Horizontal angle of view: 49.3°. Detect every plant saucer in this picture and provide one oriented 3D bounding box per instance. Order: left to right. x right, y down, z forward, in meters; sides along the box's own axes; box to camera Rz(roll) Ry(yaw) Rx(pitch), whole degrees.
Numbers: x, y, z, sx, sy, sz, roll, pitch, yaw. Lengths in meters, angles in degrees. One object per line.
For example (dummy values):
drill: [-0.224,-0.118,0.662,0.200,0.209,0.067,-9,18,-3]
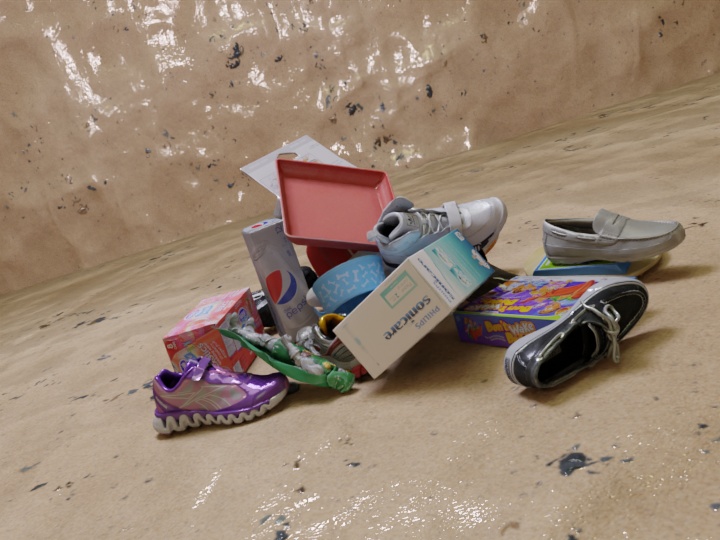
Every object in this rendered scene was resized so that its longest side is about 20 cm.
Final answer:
plant saucer: [-0.036,-0.099,1.265,0.199,0.037,0.200,5,41,-17]

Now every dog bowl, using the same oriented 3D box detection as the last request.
dog bowl: [-0.011,0.043,1.182,0.111,0.050,0.200,-22,-18,-11]

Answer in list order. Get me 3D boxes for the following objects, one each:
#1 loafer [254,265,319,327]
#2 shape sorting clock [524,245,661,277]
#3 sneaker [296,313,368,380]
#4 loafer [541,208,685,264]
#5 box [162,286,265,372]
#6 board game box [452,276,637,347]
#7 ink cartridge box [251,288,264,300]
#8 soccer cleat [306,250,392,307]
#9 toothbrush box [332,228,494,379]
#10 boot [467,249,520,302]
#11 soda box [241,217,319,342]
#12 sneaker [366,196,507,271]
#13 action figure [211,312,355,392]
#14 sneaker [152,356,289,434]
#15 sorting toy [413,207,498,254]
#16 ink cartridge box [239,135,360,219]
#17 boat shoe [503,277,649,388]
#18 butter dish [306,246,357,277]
loafer: [-0.154,0.073,1.408,0.200,0.070,0.068,-37,14,-7]
shape sorting clock: [0.346,-0.017,1.174,0.199,0.039,0.200,-18,18,6]
sneaker: [-0.036,0.094,1.113,0.078,0.082,0.200,-25,13,-27]
loafer: [0.347,-0.052,1.096,0.200,0.070,0.070,-5,23,37]
box: [-0.230,0.109,1.268,0.094,0.103,0.200,-15,14,11]
board game box: [0.237,0.053,1.009,0.134,0.045,0.200,-26,15,-33]
ink cartridge box: [-0.187,0.067,1.525,0.199,0.044,0.094,-18,14,-4]
soccer cleat: [0.000,0.000,1.281,0.200,0.078,0.069,-24,-24,-1]
toothbrush box: [0.075,0.039,1.026,0.146,0.085,0.200,-45,-6,28]
boot: [0.166,-0.012,1.186,0.200,0.097,0.075,10,34,31]
soda box: [-0.131,0.016,1.303,0.063,0.201,0.068,-23,15,-18]
sneaker: [0.107,-0.063,1.122,0.200,0.075,0.115,-22,-27,17]
action figure: [-0.091,0.114,1.053,0.200,0.055,0.118,23,0,27]
sneaker: [-0.195,0.156,1.049,0.200,0.089,0.080,-12,11,12]
sorting toy: [0.107,-0.011,1.328,0.200,0.107,0.180,21,52,32]
ink cartridge box: [-0.086,-0.148,1.365,0.176,0.045,0.200,34,40,16]
boat shoe: [0.251,0.068,0.857,0.199,0.074,0.068,-23,11,-20]
butter dish: [-0.017,-0.017,1.424,0.199,0.200,0.148,-33,-4,-45]
